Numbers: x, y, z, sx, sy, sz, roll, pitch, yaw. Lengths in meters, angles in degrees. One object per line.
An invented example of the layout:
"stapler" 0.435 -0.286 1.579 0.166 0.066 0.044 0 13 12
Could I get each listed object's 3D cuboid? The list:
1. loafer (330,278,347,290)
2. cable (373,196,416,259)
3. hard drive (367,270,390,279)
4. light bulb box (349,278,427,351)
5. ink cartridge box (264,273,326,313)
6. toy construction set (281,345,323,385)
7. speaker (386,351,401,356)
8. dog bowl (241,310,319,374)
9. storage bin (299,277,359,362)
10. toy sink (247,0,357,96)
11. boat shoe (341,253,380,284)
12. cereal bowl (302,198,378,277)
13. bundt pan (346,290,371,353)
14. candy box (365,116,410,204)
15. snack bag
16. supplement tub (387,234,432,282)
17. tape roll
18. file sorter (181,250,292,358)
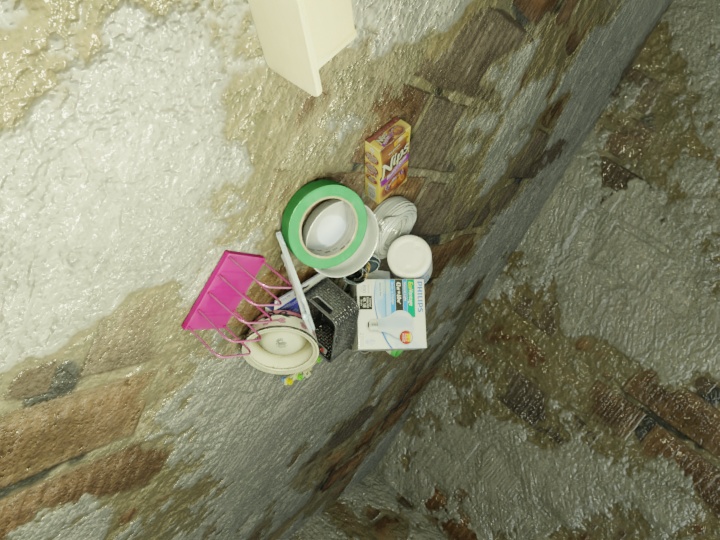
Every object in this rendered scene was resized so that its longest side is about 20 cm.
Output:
"loafer" -0.057 0.009 1.714 0.201 0.062 0.072 -61 -173 28
"cable" 0.085 -0.125 1.757 0.199 0.069 0.201 -35 153 -38
"hard drive" 0.045 0.100 1.795 0.131 0.025 0.202 7 78 -47
"light bulb box" 0.077 0.128 1.685 0.198 0.200 0.125 -1 172 -10
"ink cartridge box" -0.177 0.091 1.605 0.197 0.047 0.201 -33 149 -37
"toy construction set" -0.179 0.285 1.820 0.200 0.091 0.132 33 72 -75
"speaker" 0.066 0.206 2.035 0.088 0.200 0.089 -41 155 -24
"dog bowl" -0.203 0.182 1.527 0.201 0.198 0.074 104 -12 -44
"storage bin" -0.088 0.137 1.608 0.094 0.135 0.201 -37 154 -31
"toy sink" -0.088 -0.403 0.932 0.112 0.130 0.201 -45 156 -17
"boat shoe" 0.000 0.000 1.600 0.199 0.091 0.071 -2 119 -46
"cereal bowl" -0.059 -0.089 1.466 0.198 0.083 0.202 -13 118 -25
"bundt pan" -0.013 0.153 1.796 0.201 0.075 0.204 13 73 -46
"candy box" 0.068 -0.278 1.515 0.117 0.056 0.201 -42 154 -23
"snack bag" -0.152 0.033 1.379 0.021 0.190 0.200 -20 157 -7
"supplement tub" 0.152 -0.024 1.783 0.132 0.132 0.200 -51 167 -3
"tape roll" -0.082 -0.106 1.366 0.199 0.048 0.202 -12 117 -24
"file sorter" -0.264 0.079 1.307 0.201 0.125 0.139 -57 157 11
